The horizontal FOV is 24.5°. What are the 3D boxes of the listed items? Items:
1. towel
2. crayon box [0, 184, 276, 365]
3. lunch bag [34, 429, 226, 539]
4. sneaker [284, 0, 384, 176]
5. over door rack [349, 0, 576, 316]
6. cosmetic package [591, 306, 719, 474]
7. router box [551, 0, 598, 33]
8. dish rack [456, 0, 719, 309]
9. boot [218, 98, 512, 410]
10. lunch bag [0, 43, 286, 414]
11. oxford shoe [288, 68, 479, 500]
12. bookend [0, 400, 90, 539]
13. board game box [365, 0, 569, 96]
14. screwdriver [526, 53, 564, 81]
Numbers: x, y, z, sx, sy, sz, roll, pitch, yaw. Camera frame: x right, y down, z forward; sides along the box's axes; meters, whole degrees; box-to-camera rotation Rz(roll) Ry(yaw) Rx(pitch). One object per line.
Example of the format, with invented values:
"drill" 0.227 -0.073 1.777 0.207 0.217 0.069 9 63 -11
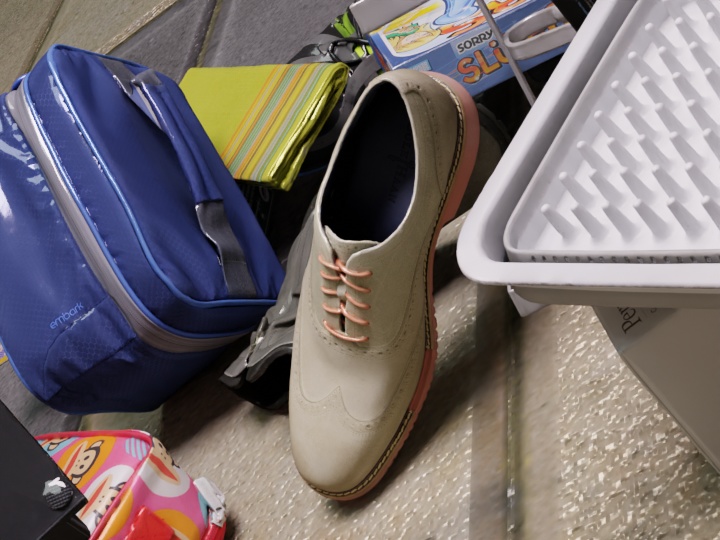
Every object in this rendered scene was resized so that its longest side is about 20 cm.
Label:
"towel" -0.078 -0.091 1.035 0.200 0.018 0.086 10 65 58
"crayon box" -0.147 0.001 1.089 0.200 0.052 0.126 -31 27 23
"lunch bag" -0.155 0.168 0.797 0.176 0.082 0.200 -12 39 48
"sneaker" 0.006 -0.143 1.040 0.200 0.071 0.083 -45 -8 -8
"over door rack" 0.076 -0.088 0.732 0.066 0.148 0.200 -25 15 22
"cosmetic package" 0.178 -0.030 0.605 0.200 0.085 0.108 -38 29 9
"router box" 0.153 -0.141 0.675 0.150 0.200 0.062 -34 30 18
"dish rack" 0.138 -0.051 0.553 0.200 0.044 0.172 1 53 52
"boot" 0.000 0.000 0.831 0.131 0.068 0.200 -63 10 -30
"lunch bag" -0.137 -0.033 0.938 0.132 0.200 0.136 -36 -17 22
"oxford shoe" -0.004 0.006 0.742 0.070 0.074 0.201 12 94 23
"bookend" -0.197 0.085 0.769 0.092 0.200 0.199 -42 -19 -8
"board game box" 0.102 -0.155 0.909 0.199 0.035 0.135 -26 22 1
"screwdriver" 0.169 -0.131 0.860 0.199 0.028 0.029 -10 57 41
